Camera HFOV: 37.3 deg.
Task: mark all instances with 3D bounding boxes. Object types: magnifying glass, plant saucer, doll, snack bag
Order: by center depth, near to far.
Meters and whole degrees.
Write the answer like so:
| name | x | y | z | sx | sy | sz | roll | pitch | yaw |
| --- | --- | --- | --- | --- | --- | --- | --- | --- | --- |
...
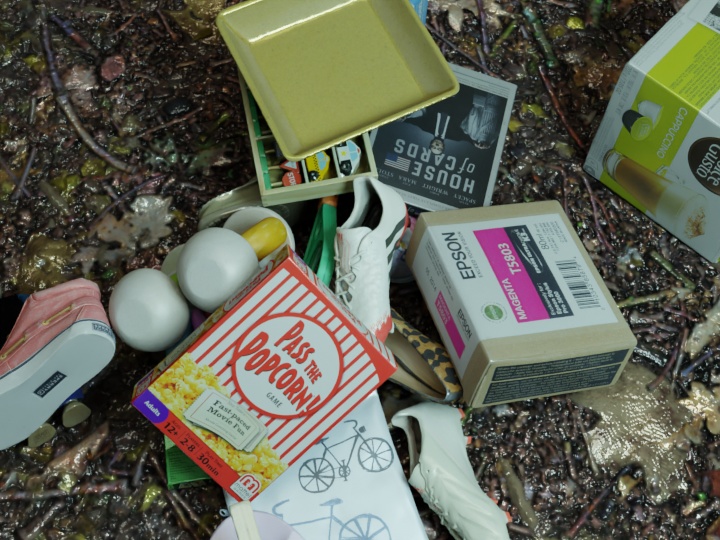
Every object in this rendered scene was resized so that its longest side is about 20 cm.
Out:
| name | x | y | z | sx | sy | sz | roll | pitch | yaw |
| --- | --- | --- | --- | --- | --- | --- | --- | --- | --- |
| snack bag | -0.046 | 0.223 | 1.058 | 0.187 | 0.021 | 0.201 | -16 | 74 | -10 |
| doll | -0.365 | 0.085 | 1.115 | 0.136 | 0.049 | 0.201 | -30 | 67 | -14 |
| plant saucer | -0.026 | -0.218 | 1.126 | 0.199 | 0.049 | 0.201 | -24 | 69 | -11 |
| magnifying glass | -0.038 | -0.047 | 1.140 | 0.022 | 0.080 | 0.201 | 17 | 58 | -16 |

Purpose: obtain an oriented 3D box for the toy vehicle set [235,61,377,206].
| name | x | y | z | sx | sy | sz | roll | pitch | yaw |
| --- | --- | --- | --- | --- | --- | --- | --- | --- | --- |
| toy vehicle set | -0.062 | -0.171 | 1.146 | 0.123 | 0.027 | 0.202 | -11 | 67 | -5 |

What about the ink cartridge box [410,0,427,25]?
| name | x | y | z | sx | sy | sz | roll | pitch | yaw |
| --- | --- | --- | --- | --- | --- | --- | --- | --- | --- |
| ink cartridge box | -0.021 | -0.258 | 1.273 | 0.128 | 0.126 | 0.201 | 26 | 63 | 11 |

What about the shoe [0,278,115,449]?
| name | x | y | z | sx | sy | sz | roll | pitch | yaw |
| --- | --- | --- | --- | --- | --- | --- | --- | --- | --- |
| shoe | -0.327 | 0.093 | 1.049 | 0.200 | 0.071 | 0.091 | -37 | 43 | 9 |

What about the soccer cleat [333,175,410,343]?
| name | x | y | z | sx | sy | sz | roll | pitch | yaw |
| --- | --- | --- | --- | --- | --- | --- | --- | --- | --- |
| soccer cleat | 0.000 | 0.000 | 1.065 | 0.068 | 0.085 | 0.201 | -2 | 61 | 33 |

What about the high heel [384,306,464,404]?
| name | x | y | z | sx | sy | sz | roll | pitch | yaw |
| --- | --- | --- | --- | --- | --- | --- | --- | --- | --- |
| high heel | 0.015 | 0.082 | 1.085 | 0.198 | 0.143 | 0.072 | 12 | 106 | -2 |

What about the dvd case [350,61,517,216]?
| name | x | y | z | sx | sy | sz | roll | pitch | yaw |
| --- | --- | --- | --- | --- | --- | --- | --- | --- | --- |
| dvd case | 0.085 | -0.147 | 1.186 | 0.149 | 0.025 | 0.201 | 18 | 61 | -3 |

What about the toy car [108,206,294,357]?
| name | x | y | z | sx | sy | sz | roll | pitch | yaw |
| --- | --- | --- | --- | --- | --- | --- | --- | --- | --- |
| toy car | -0.141 | 0.035 | 1.086 | 0.199 | 0.175 | 0.151 | -28 | 96 | 20 |

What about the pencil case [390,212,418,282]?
| name | x | y | z | sx | sy | sz | roll | pitch | yaw |
| --- | --- | --- | --- | --- | --- | --- | --- | --- | --- |
| pencil case | 0.047 | -0.086 | 1.207 | 0.090 | 0.083 | 0.201 | 26 | 59 | -21 |

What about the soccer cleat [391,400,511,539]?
| name | x | y | z | sx | sy | sz | roll | pitch | yaw |
| --- | --- | --- | --- | --- | --- | --- | --- | --- | --- |
| soccer cleat | 0.089 | 0.221 | 1.051 | 0.077 | 0.070 | 0.201 | -3 | 52 | -26 |

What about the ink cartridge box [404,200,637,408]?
| name | x | y | z | sx | sy | sz | roll | pitch | yaw |
| --- | --- | --- | --- | --- | --- | --- | --- | --- | --- |
| ink cartridge box | 0.156 | 0.027 | 1.068 | 0.163 | 0.075 | 0.201 | -6 | 50 | -20 |

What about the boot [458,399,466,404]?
| name | x | y | z | sx | sy | sz | roll | pitch | yaw |
| --- | --- | --- | --- | --- | --- | --- | --- | --- | --- |
| boot | 0.181 | 0.083 | 1.136 | 0.075 | 0.074 | 0.200 | 44 | 66 | 8 |

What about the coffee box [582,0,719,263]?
| name | x | y | z | sx | sy | sz | roll | pitch | yaw |
| --- | --- | --- | --- | --- | --- | --- | --- | --- | --- |
| coffee box | 0.408 | -0.173 | 1.207 | 0.197 | 0.200 | 0.200 | 40 | 66 | 17 |

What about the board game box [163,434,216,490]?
| name | x | y | z | sx | sy | sz | roll | pitch | yaw |
| --- | --- | --- | --- | --- | --- | --- | --- | --- | --- |
| board game box | -0.104 | 0.161 | 1.102 | 0.198 | 0.024 | 0.106 | -6 | 65 | -7 |

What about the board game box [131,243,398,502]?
| name | x | y | z | sx | sy | sz | roll | pitch | yaw |
| --- | --- | --- | --- | --- | --- | --- | --- | --- | --- |
| board game box | -0.089 | 0.099 | 0.993 | 0.200 | 0.046 | 0.152 | -43 | 106 | 7 |

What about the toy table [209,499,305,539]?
| name | x | y | z | sx | sy | sz | roll | pitch | yaw |
| --- | --- | --- | --- | --- | --- | --- | --- | --- | --- |
| toy table | -0.079 | 0.308 | 0.954 | 0.183 | 0.117 | 0.201 | -28 | 75 | -14 |

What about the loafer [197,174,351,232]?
| name | x | y | z | sx | sy | sz | roll | pitch | yaw |
| --- | --- | --- | --- | --- | --- | --- | --- | --- | --- |
| loafer | -0.101 | -0.083 | 1.208 | 0.199 | 0.076 | 0.068 | -21 | 55 | -27 |
